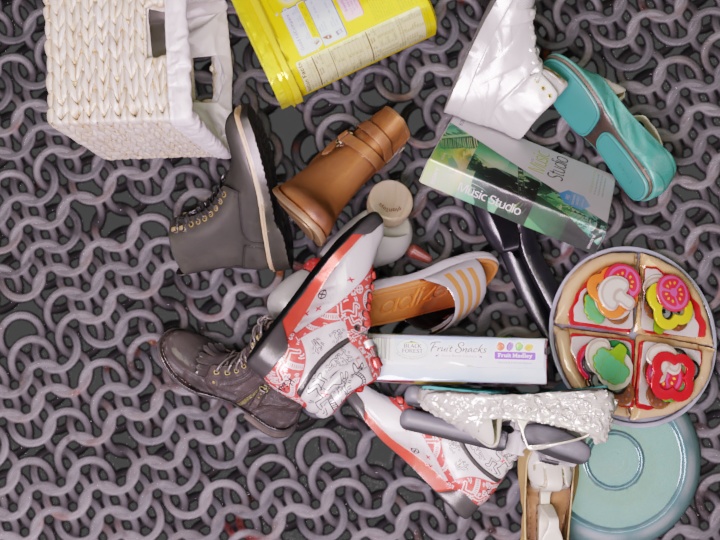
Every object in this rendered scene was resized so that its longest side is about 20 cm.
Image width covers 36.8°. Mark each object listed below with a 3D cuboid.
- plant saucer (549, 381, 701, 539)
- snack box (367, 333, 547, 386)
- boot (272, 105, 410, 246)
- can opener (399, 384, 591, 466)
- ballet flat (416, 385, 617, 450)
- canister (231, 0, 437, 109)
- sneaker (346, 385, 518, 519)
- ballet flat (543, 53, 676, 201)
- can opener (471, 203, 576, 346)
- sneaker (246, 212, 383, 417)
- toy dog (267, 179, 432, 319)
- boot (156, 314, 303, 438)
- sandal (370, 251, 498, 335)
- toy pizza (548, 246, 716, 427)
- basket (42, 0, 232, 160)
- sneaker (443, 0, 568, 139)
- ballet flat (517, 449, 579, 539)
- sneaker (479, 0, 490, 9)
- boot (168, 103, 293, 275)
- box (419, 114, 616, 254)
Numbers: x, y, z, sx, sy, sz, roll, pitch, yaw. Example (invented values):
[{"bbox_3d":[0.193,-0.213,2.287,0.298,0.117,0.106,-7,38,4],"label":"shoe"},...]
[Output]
[{"bbox_3d":[0.279,0.209,1.198,0.200,0.027,0.200,0,85,4],"label":"plant saucer"},{"bbox_3d":[0.092,0.097,1.159,0.200,0.142,0.053,2,85,4],"label":"snack box"},{"bbox_3d":[-0.009,-0.106,1.156,0.155,0.200,0.077,-38,97,7],"label":"boot"},{"bbox_3d":[0.141,0.159,1.130,0.200,0.066,0.053,11,69,8],"label":"can opener"},{"bbox_3d":[0.153,0.145,1.070,0.200,0.072,0.072,-1,85,10],"label":"ballet flat"},{"bbox_3d":[-0.030,-0.292,1.229,0.200,0.087,0.149,-25,84,-1],"label":"canister"},{"bbox_3d":[0.081,0.167,1.193,0.201,0.067,0.108,44,88,2],"label":"sneaker"},{"bbox_3d":[0.282,-0.167,1.215,0.070,0.067,0.200,-28,75,-28],"label":"ballet flat"},{"bbox_3d":[0.182,-0.007,1.208,0.079,0.063,0.200,-28,94,-26],"label":"can opener"},{"bbox_3d":[-0.012,0.047,1.063,0.108,0.067,0.201,40,69,-7],"label":"sneaker"},{"bbox_3d":[0.000,0.000,1.174,0.096,0.132,0.200,42,88,12],"label":"toy dog"},{"bbox_3d":[-0.116,0.092,1.153,0.200,0.174,0.069,31,56,-1],"label":"boot"},{"bbox_3d":[0.073,0.039,1.161,0.206,0.079,0.059,-16,50,-30],"label":"sandal"},{"bbox_3d":[0.302,0.070,1.178,0.200,0.032,0.201,3,79,-13],"label":"toy pizza"},{"bbox_3d":[-0.237,-0.228,1.178,0.161,0.200,0.199,-4,84,5],"label":"basket"},{"bbox_3d":[0.181,-0.243,1.182,0.115,0.074,0.200,23,117,-1],"label":"sneaker"},{"bbox_3d":[0.204,0.246,1.153,0.069,0.063,0.200,2,85,-4],"label":"ballet flat"},{"bbox_3d":[0.157,-0.383,1.235,0.085,0.077,0.200,-18,87,-9],"label":"sneaker"},{"bbox_3d":[-0.158,-0.077,1.183,0.138,0.078,0.200,-7,120,6],"label":"boot"},{"bbox_3d":[0.175,-0.099,1.176,0.200,0.144,0.036,22,122,5],"label":"box"}]
